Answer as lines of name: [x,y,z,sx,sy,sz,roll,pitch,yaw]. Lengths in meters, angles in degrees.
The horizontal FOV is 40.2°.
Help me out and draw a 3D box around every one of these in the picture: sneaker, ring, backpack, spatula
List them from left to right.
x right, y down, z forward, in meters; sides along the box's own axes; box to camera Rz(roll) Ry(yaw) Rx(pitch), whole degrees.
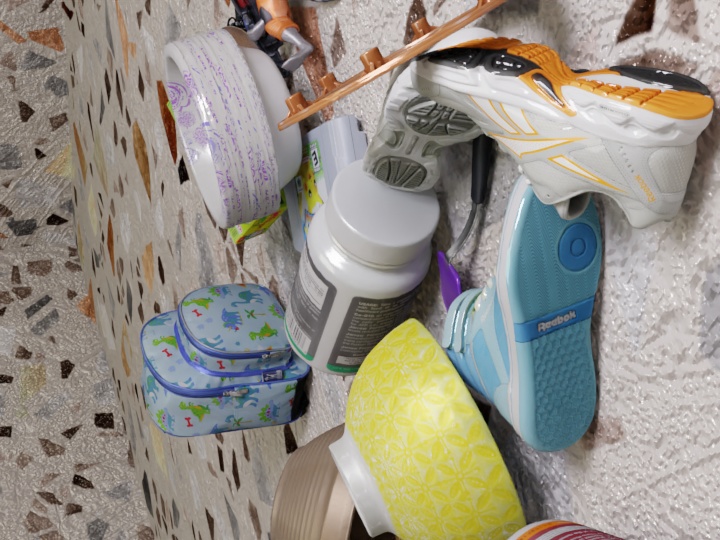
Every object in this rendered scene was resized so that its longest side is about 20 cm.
backpack: [-0.181,0.110,1.265,0.183,0.198,0.148,-124,33,-47]
ring: [0.027,-0.151,0.661,0.019,0.200,0.200,59,160,-10]
sneaker: [0.053,-0.140,0.743,0.200,0.077,0.100,139,144,-64]
spatula: [0.084,-0.041,0.783,0.057,0.020,0.202,-119,33,-57]
sneaker: [0.102,0.015,0.695,0.130,0.079,0.202,-149,53,-60]
sneaker: [0.106,-0.080,0.590,0.199,0.075,0.093,26,128,39]

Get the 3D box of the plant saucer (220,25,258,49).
plant saucer: [-0.152,-0.200,1.228,0.200,0.032,0.202,40,142,40]

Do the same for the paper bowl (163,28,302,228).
paper bowl: [-0.131,-0.154,1.045,0.201,0.104,0.202,160,90,-74]

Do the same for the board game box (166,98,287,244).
board game box: [-0.164,-0.144,1.207,0.201,0.047,0.102,63,150,6]

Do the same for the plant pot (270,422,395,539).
plant pot: [-0.025,0.225,0.930,0.201,0.092,0.203,10,-90,-75]

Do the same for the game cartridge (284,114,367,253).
game cartridge: [-0.038,-0.082,1.055,0.200,0.040,0.135,170,87,-68]

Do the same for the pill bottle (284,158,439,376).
pill bottle: [0.000,0.000,0.892,0.201,0.112,0.114,112,142,-52]

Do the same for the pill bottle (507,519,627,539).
pill bottle: [0.163,0.222,0.585,0.200,0.112,0.114,172,89,-68]

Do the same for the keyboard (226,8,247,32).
keyboard: [-0.153,-0.256,1.258,0.104,0.039,0.202,-152,57,-62]

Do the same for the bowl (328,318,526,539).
bowl: [0.038,0.151,0.787,0.200,0.107,0.201,90,154,-74]

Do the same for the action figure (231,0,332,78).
action figure: [-0.087,-0.292,1.060,0.201,0.104,0.194,60,-178,-42]
